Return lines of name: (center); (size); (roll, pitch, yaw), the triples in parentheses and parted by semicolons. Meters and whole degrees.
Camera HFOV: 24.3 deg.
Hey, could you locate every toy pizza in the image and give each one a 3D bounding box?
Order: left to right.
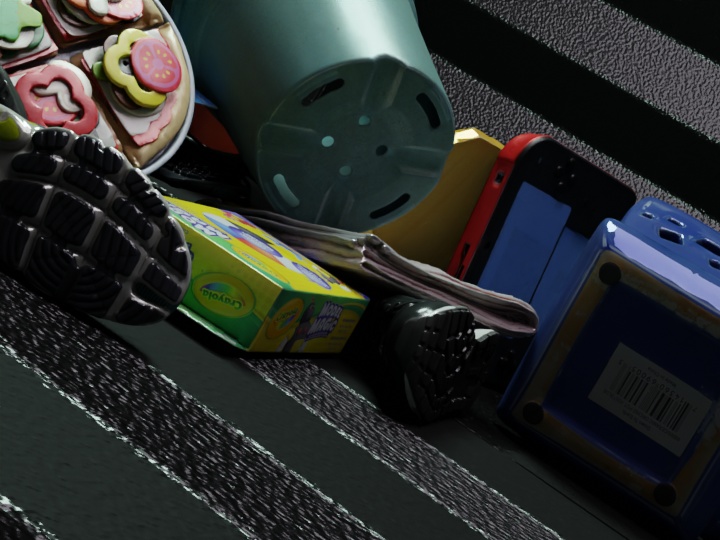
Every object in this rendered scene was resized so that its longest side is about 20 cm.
toy pizza: (-0.198, -0.151, 1.142); (0.200, 0.032, 0.201); (17, 57, -28)

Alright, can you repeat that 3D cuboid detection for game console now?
game console: (0.141, 0.000, 1.364); (0.177, 0.200, 0.031); (24, 1, -44)

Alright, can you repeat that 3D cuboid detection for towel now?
towel: (0.000, 0.000, 1.207); (0.200, 0.032, 0.191); (12, -8, 46)

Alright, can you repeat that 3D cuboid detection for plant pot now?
plant pot: (-0.027, -0.141, 1.253); (0.200, 0.200, 0.196); (27, 23, -33)
plant pot: (0.227, 0.076, 1.232); (0.200, 0.200, 0.180); (33, 14, 18)

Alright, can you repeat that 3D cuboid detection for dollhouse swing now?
dollhouse swing: (0.044, -0.052, 1.423); (0.200, 0.176, 0.182); (24, 10, -42)

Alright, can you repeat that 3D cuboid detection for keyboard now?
keyboard: (-0.156, -0.096, 1.263); (0.104, 0.040, 0.200); (13, 9, -46)

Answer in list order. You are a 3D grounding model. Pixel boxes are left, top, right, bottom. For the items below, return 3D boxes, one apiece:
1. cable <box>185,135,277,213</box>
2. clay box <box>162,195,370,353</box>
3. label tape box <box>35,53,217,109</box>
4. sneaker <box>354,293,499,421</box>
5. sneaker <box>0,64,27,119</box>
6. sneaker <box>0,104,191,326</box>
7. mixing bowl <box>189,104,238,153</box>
cable: (-0.109, -0.084, 1.340); (0.200, 0.097, 0.050); (34, -19, 10)
clay box: (-0.077, 0.002, 1.015); (0.115, 0.048, 0.200); (32, 5, 15)
label tape box: (-0.224, -0.140, 1.235); (0.200, 0.063, 0.144); (18, 12, -28)
sneaker: (0.027, 0.050, 1.098); (0.087, 0.076, 0.200); (23, -3, 15)
sneaker: (-0.268, -0.124, 1.018); (0.200, 0.076, 0.091); (36, 1, 22)
sneaker: (-0.162, -0.040, 0.854); (0.200, 0.078, 0.080); (33, -2, 18)
mixing bowl: (-0.161, -0.154, 1.550); (0.200, 0.109, 0.200); (31, 7, -4)
